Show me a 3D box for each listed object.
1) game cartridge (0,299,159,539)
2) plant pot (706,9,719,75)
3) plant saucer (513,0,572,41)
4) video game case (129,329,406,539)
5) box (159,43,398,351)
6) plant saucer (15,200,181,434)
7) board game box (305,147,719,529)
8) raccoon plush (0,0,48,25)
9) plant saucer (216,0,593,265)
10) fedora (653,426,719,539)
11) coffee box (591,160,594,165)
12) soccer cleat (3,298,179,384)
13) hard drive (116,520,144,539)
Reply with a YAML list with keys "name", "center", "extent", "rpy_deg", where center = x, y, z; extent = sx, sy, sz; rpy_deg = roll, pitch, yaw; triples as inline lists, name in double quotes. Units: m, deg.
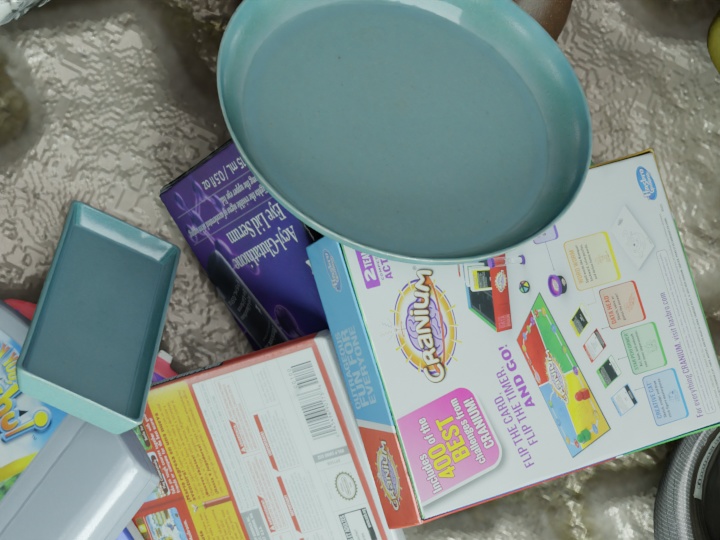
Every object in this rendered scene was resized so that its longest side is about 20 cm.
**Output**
- name: "game cartridge"
  center: [-0.207, 0.087, 1.204]
  extent: [0.199, 0.040, 0.134]
  rpy_deg: [37, 85, 23]
- name: "plant pot"
  center: [0.315, -0.124, 1.327]
  extent: [0.194, 0.200, 0.196]
  rpy_deg: [-37, 94, -15]
- name: "plant saucer"
  center: [0.029, -0.188, 1.316]
  extent: [0.198, 0.037, 0.202]
  rpy_deg: [2, 68, -4]
- name: "video game case"
  center: [-0.083, 0.127, 1.231]
  extent: [0.198, 0.017, 0.144]
  rpy_deg: [-17, 99, 17]
- name: "box"
  center: [0.000, 0.000, 1.254]
  extent: [0.104, 0.148, 0.201]
  rpy_deg: [-32, 92, -26]
- name: "plant saucer"
  center: [-0.140, 0.023, 1.218]
  extent: [0.069, 0.200, 0.019]
  rpy_deg: [25, 116, -10]
- name: "board game box"
  center: [0.085, 0.033, 1.181]
  extent: [0.198, 0.040, 0.154]
  rpy_deg: [-14, 85, -26]
- name: "raccoon plush"
  center: [-0.171, -0.230, 1.244]
  extent: [0.134, 0.097, 0.200]
  rpy_deg: [54, 38, 0]
- name: "plant saucer"
  center: [0.021, -0.080, 1.164]
  extent: [0.198, 0.028, 0.202]
  rpy_deg: [9, 53, -11]
- name: "fedora"
  center: [0.265, 0.156, 1.322]
  extent: [0.176, 0.090, 0.201]
  rpy_deg: [-29, 72, 9]
- name: "coffee box"
  center: [0.069, -0.059, 1.339]
  extent: [0.122, 0.044, 0.201]
  rpy_deg: [-31, 91, -15]
- name: "soccer cleat"
  center: [-0.121, 0.083, 1.268]
  extent: [0.199, 0.067, 0.077]
  rpy_deg: [29, 83, -12]
- name: "hard drive"
  center: [-0.158, 0.204, 1.237]
  extent: [0.131, 0.025, 0.201]
  rpy_deg: [-32, 93, 13]
